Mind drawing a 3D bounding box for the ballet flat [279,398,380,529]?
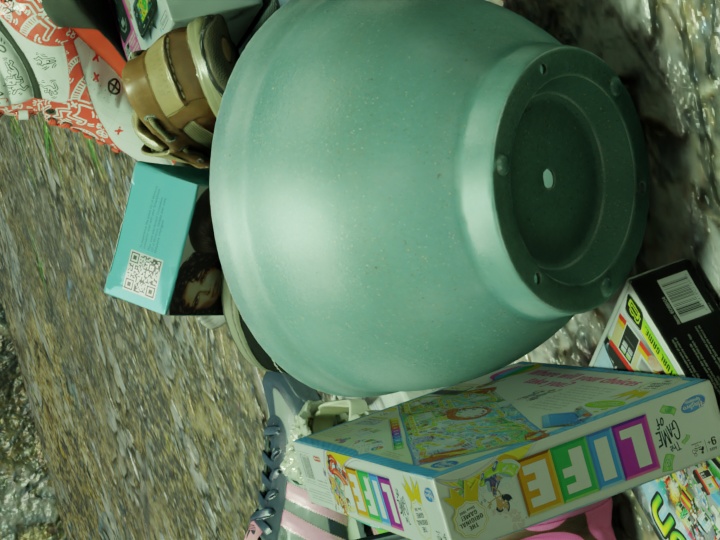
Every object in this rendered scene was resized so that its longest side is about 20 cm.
[{"bbox_3d":[-0.004,0.112,1.121,0.200,0.072,0.072,-171,65,-69],"label":"ballet flat"}]

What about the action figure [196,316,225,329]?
[{"bbox_3d":[-0.086,-0.073,1.371,0.194,0.104,0.201,127,148,-60],"label":"action figure"}]

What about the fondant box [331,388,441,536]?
[{"bbox_3d":[0.037,0.118,1.195,0.200,0.058,0.145,103,145,-55],"label":"fondant box"}]

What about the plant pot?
[{"bbox_3d":[0.048,-0.039,0.856,0.134,0.200,0.201,-1,108,44],"label":"plant pot"}]

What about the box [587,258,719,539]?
[{"bbox_3d":[0.170,0.107,0.841,0.110,0.035,0.200,102,146,-57],"label":"box"}]

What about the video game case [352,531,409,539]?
[{"bbox_3d":[0.077,0.243,1.092,0.019,0.142,0.201,-23,-83,-71],"label":"video game case"}]

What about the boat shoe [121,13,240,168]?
[{"bbox_3d":[-0.103,-0.101,1.121,0.200,0.074,0.076,75,178,-78],"label":"boat shoe"}]

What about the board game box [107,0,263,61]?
[{"bbox_3d":[-0.131,-0.231,1.158,0.148,0.064,0.201,143,110,-70],"label":"board game box"}]

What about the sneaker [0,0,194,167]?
[{"bbox_3d":[-0.194,-0.120,1.247,0.067,0.108,0.202,-95,-22,-44],"label":"sneaker"}]

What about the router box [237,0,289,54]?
[{"bbox_3d":[-0.050,-0.180,1.164,0.200,0.062,0.150,-166,61,-69],"label":"router box"}]

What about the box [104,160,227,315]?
[{"bbox_3d":[-0.073,-0.017,1.159,0.049,0.200,0.083,19,99,29],"label":"box"}]

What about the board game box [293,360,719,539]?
[{"bbox_3d":[0.062,0.081,0.860,0.200,0.134,0.034,179,74,-72],"label":"board game box"}]

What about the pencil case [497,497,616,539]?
[{"bbox_3d":[0.096,0.215,1.020,0.091,0.093,0.201,13,112,61],"label":"pencil case"}]

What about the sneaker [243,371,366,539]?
[{"bbox_3d":[-0.048,0.160,1.256,0.070,0.082,0.201,137,118,-72],"label":"sneaker"}]

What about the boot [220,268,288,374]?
[{"bbox_3d":[-0.001,0.000,1.076,0.153,0.073,0.204,25,131,26],"label":"boot"}]
